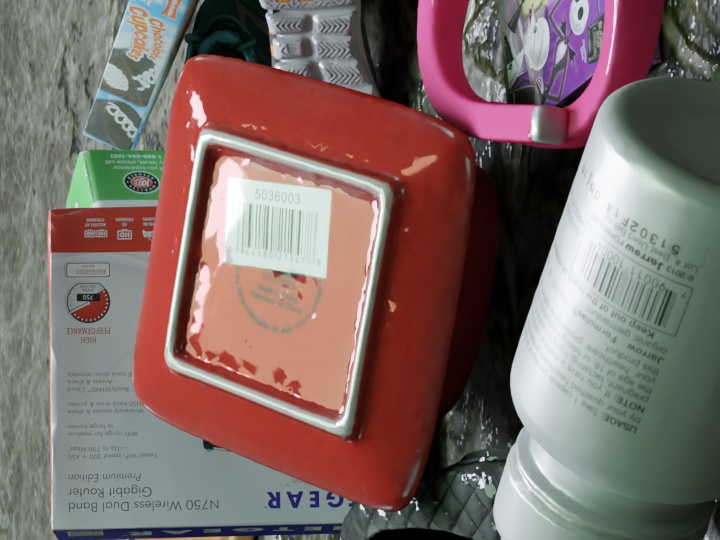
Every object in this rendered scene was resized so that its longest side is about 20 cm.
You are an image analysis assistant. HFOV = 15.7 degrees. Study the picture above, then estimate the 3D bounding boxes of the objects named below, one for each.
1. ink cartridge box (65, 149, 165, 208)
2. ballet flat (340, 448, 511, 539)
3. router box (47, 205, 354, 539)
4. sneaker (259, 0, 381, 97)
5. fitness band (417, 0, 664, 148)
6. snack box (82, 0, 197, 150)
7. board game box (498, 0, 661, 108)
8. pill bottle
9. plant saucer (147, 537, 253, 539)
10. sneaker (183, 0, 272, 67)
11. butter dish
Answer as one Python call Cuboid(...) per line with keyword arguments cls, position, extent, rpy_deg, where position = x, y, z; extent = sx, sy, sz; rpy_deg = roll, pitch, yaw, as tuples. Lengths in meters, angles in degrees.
Cuboid(cls="ink cartridge box", position=(-0.091, 0.028, 1.563), extent=(0.083, 0.146, 0.200), rpy_deg=(112, 152, -46))
Cuboid(cls="ballet flat", position=(0.039, 0.136, 1.329), extent=(0.200, 0.066, 0.057), rpy_deg=(144, 133, -61))
Cuboid(cls="router box", position=(-0.070, 0.055, 1.436), extent=(0.049, 0.199, 0.180), rpy_deg=(103, 165, -76))
Cuboid(cls="sneaker", position=(-0.017, -0.133, 1.520), extent=(0.112, 0.077, 0.200), rpy_deg=(-79, -11, -60))
Cuboid(cls="fitness band", position=(0.082, -0.131, 1.239), extent=(0.200, 0.037, 0.144), rpy_deg=(-165, 81, -65))
Cuboid(cls="snack box", position=(-0.116, -0.167, 1.574), extent=(0.200, 0.037, 0.116), rpy_deg=(121, 170, -60))
Cuboid(cls="board game box", position=(0.101, -0.175, 1.283), extent=(0.120, 0.032, 0.201), rpy_deg=(-34, 55, 58))
Cuboid(cls="pill bottle", position=(0.124, 0.032, 1.075), extent=(0.114, 0.114, 0.200), rpy_deg=(-118, 38, -52))
Cuboid(cls="plant saucer", position=(-0.116, 0.131, 1.753), extent=(0.200, 0.037, 0.201), rpy_deg=(-176, 90, -68))
Cuboid(cls="sneaker", position=(-0.074, -0.123, 1.588), extent=(0.200, 0.077, 0.080), rpy_deg=(-96, -6, -56))
Cuboid(cls="butter dish", position=(0.000, 0.000, 1.352), extent=(0.200, 0.148, 0.200), rpy_deg=(18, 105, 37))
